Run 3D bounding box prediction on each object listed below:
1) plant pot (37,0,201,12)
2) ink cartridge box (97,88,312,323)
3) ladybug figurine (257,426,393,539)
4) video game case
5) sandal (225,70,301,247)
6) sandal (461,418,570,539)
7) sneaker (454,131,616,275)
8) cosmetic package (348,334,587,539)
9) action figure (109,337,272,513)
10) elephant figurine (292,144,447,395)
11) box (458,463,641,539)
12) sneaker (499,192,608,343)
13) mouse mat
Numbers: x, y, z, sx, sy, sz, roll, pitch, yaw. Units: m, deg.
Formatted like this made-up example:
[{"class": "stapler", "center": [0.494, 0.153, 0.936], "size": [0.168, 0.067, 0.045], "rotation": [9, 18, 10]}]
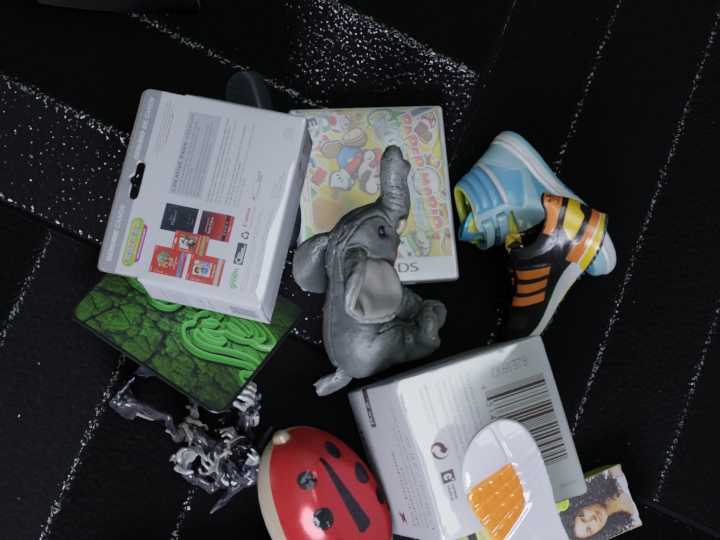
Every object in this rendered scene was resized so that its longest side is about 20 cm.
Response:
[{"class": "plant pot", "center": [-0.279, -0.380, 1.375], "size": [0.175, 0.200, 0.202], "rotation": [-12, 84, -2]}, {"class": "ink cartridge box", "center": [-0.156, -0.068, 1.340], "size": [0.173, 0.084, 0.203], "rotation": [12, 77, 6]}, {"class": "ladybug figurine", "center": [-0.029, 0.246, 1.354], "size": [0.136, 0.072, 0.201], "rotation": [-49, 114, -35]}, {"class": "video game case", "center": [0.014, -0.083, 1.472], "size": [0.180, 0.023, 0.203], "rotation": [-3, 81, -14]}, {"class": "sandal", "center": [-0.095, -0.122, 1.431], "size": [0.043, 0.076, 0.203], "rotation": [-7, 82, -41]}, {"class": "sandal", "center": [0.147, 0.226, 1.233], "size": [0.078, 0.059, 0.209], "rotation": [-23, 110, 0]}, {"class": "sneaker", "center": [0.185, -0.045, 1.480], "size": [0.130, 0.080, 0.200], "rotation": [-40, 82, -18]}, {"class": "cosmetic package", "center": [0.104, 0.174, 1.358], "size": [0.163, 0.200, 0.167], "rotation": [-16, 85, -16]}, {"class": "action figure", "center": [-0.158, 0.166, 1.350], "size": [0.199, 0.102, 0.119], "rotation": [38, 63, -3]}, {"class": "elephant figurine", "center": [0.000, 0.000, 1.362], "size": [0.156, 0.140, 0.201], "rotation": [-70, 144, -50]}, {"class": "box", "center": [0.205, 0.282, 1.442], "size": [0.198, 0.050, 0.076], "rotation": [-21, 86, -15]}, {"class": "sneaker", "center": [0.187, -0.002, 1.432], "size": [0.089, 0.201, 0.070], "rotation": [28, 34, -4]}, {"class": "mouse mat", "center": [-0.179, 0.043, 1.362], "size": [0.199, 0.008, 0.161], "rotation": [32, 57, 11]}]
